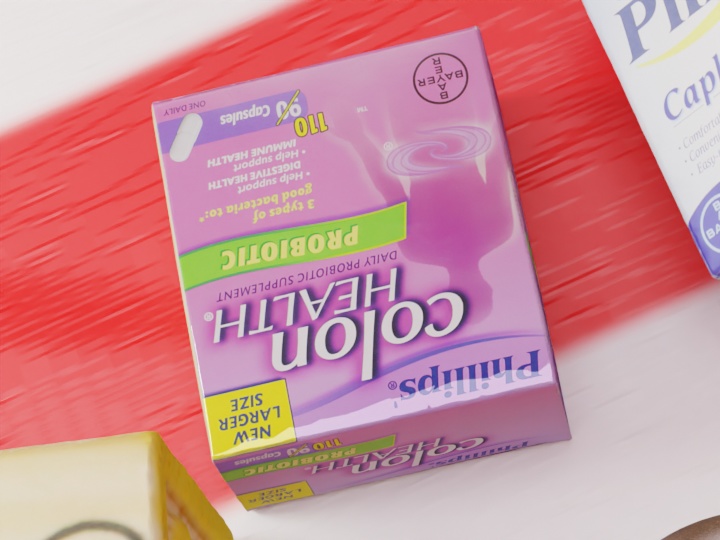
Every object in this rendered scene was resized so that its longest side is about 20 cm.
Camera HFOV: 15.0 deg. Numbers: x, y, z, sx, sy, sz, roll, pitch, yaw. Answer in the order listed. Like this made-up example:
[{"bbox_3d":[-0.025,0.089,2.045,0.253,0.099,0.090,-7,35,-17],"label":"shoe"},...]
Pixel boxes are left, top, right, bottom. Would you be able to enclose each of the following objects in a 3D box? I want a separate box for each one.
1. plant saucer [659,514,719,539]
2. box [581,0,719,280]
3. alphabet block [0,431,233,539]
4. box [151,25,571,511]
[{"bbox_3d":[0.199,0.209,1.327,0.200,0.032,0.201,-3,69,7],"label":"plant saucer"},{"bbox_3d":[0.225,-0.122,1.359,0.184,0.105,0.200,-38,63,33],"label":"box"},{"bbox_3d":[-0.168,0.201,1.300,0.199,0.196,0.196,-6,70,7],"label":"alphabet block"},{"bbox_3d":[0.000,0.000,1.400,0.175,0.097,0.201,-12,69,4],"label":"box"}]
